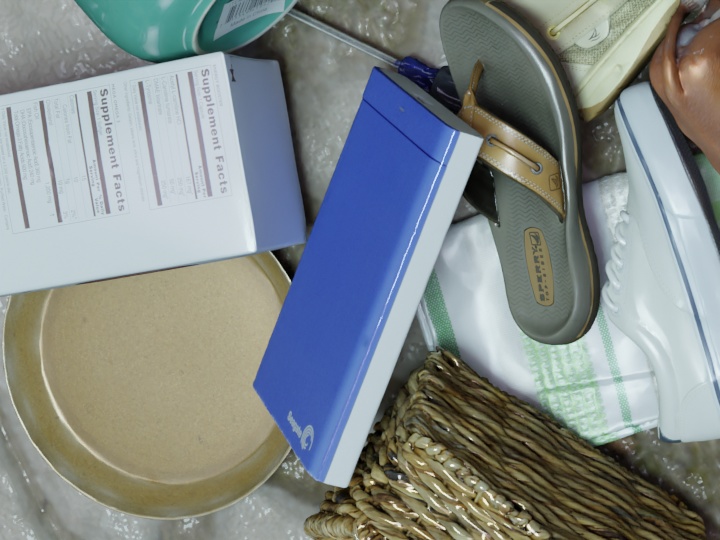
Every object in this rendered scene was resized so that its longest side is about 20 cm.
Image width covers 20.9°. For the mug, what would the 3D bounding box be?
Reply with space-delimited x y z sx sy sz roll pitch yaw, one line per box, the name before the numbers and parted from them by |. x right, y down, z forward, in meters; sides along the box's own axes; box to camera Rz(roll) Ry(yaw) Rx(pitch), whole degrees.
mug | -0.079 -0.197 1.061 0.185 0.152 0.115 -43 75 14

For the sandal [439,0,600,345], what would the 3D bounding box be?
sandal | 0.078 -0.051 1.063 0.081 0.054 0.202 4 109 50

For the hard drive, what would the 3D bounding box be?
hard drive | 0.000 0.000 1.071 0.025 0.132 0.201 16 104 -23

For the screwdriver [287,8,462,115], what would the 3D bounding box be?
screwdriver | 0.009 -0.126 1.128 0.199 0.029 0.028 28 105 14

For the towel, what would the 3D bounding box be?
towel | 0.132 0.026 1.115 0.199 0.031 0.150 -17 95 16

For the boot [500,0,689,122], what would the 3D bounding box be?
boot | 0.129 -0.203 1.059 0.155 0.073 0.200 39 110 6

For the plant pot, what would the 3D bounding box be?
plant pot | -0.121 0.051 1.185 0.198 0.027 0.202 2 99 14

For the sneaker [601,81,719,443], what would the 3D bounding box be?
sneaker | 0.162 0.001 1.058 0.070 0.073 0.201 -17 92 15

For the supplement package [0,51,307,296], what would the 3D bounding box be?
supplement package | -0.144 -0.050 1.103 0.198 0.114 0.110 -9 92 15

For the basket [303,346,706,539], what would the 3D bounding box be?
basket | 0.075 0.170 1.074 0.199 0.143 0.149 33 111 -6

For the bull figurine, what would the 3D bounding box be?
bull figurine | 0.217 -0.078 1.027 0.065 0.200 0.122 5 61 39
